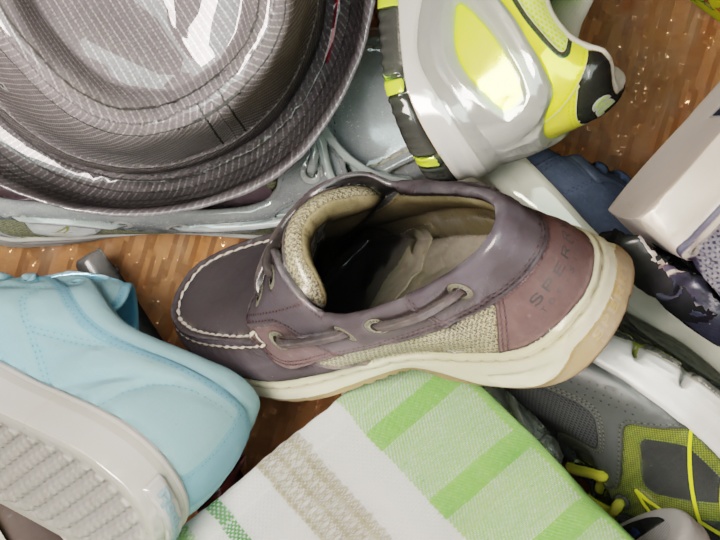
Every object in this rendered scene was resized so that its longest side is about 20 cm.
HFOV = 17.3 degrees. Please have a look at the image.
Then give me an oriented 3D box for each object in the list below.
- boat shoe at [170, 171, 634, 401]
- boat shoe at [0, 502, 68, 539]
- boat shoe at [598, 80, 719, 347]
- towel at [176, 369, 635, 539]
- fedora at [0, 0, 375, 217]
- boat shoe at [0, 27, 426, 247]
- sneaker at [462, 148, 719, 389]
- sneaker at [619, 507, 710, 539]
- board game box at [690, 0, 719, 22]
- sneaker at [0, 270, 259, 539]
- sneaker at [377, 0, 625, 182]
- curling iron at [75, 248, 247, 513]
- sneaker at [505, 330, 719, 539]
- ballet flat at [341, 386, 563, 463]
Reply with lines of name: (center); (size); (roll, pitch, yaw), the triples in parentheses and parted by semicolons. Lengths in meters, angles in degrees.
boat shoe: (0.000, 0.000, 0.780); (0.065, 0.200, 0.072); (44, 63, -32)
boat shoe: (-0.070, 0.154, 0.836); (0.059, 0.072, 0.200); (-34, 81, -19)
boat shoe: (0.174, -0.050, 0.773); (0.093, 0.075, 0.200); (43, 90, -8)
towel: (-0.013, 0.124, 0.752); (0.200, 0.031, 0.149); (-38, 46, -6)
fedora: (-0.085, -0.114, 0.764); (0.176, 0.090, 0.201); (-25, 91, -1)
boat shoe: (-0.055, -0.046, 0.838); (0.201, 0.065, 0.075); (-6, 89, 2)
sneaker: (0.126, -0.006, 0.830); (0.200, 0.075, 0.085); (37, 83, -4)
sneaker: (0.054, 0.177, 0.770); (0.200, 0.073, 0.112); (-34, 101, 7)
board game box: (0.180, -0.115, 0.838); (0.200, 0.048, 0.102); (37, 90, 2)
sneaker: (-0.120, 0.031, 0.832); (0.200, 0.074, 0.082); (28, 51, 27)
sneaker: (0.047, -0.124, 0.809); (0.076, 0.075, 0.201); (-11, 66, 15)
curling iron: (-0.043, 0.077, 0.852); (0.050, 0.026, 0.200); (-39, 81, 43)
sneaker: (0.113, 0.091, 0.809); (0.200, 0.074, 0.085); (38, 86, -8)
ballet flat: (0.046, 0.080, 0.832); (0.072, 0.072, 0.201); (-25, 87, 2)
